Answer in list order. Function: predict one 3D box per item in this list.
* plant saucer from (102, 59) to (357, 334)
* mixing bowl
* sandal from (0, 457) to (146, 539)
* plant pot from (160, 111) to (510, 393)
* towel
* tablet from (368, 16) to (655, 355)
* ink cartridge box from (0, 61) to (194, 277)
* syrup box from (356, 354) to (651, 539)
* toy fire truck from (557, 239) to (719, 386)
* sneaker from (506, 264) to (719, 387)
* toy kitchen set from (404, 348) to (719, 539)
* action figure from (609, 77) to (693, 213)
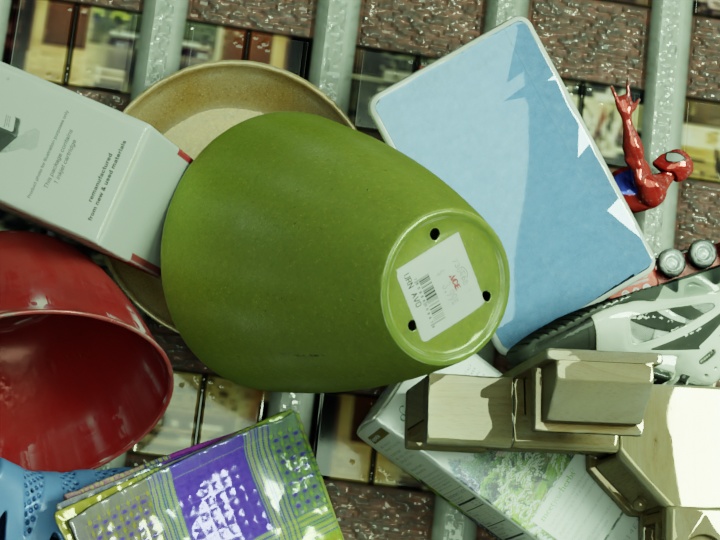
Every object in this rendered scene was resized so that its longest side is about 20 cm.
[{"bbox_3d":[-0.088,-0.045,1.319,0.198,0.035,0.202,1,80,-8],"label":"plant saucer"},{"bbox_3d":[-0.229,0.046,1.221,0.198,0.201,0.109,-12,54,-10],"label":"mixing bowl"},{"bbox_3d":[-0.227,0.158,1.219,0.199,0.080,0.088,-12,121,-22],"label":"sandal"},{"bbox_3d":[0.000,0.000,1.186,0.186,0.200,0.189,-5,100,-31],"label":"plant pot"},{"bbox_3d":[-0.095,0.186,1.242,0.199,0.023,0.145,-19,88,-34],"label":"towel"},{"bbox_3d":[0.104,-0.058,1.294,0.130,0.014,0.201,-29,94,-8],"label":"tablet"},{"bbox_3d":[-0.218,-0.079,1.226,0.199,0.144,0.084,24,86,13],"label":"ink cartridge box"},{"bbox_3d":[0.101,0.133,1.288,0.199,0.081,0.079,36,75,1],"label":"syrup box"},{"bbox_3d":[0.238,0.054,1.338,0.198,0.049,0.142,-16,83,-10],"label":"toy fire truck"},{"bbox_3d":[0.197,0.054,1.268,0.199,0.074,0.089,-15,87,-15],"label":"sneaker"},{"bbox_3d":[0.138,0.150,1.164,0.198,0.163,0.182,4,77,-9],"label":"toy kitchen set"},{"bbox_3d":[0.139,-0.066,1.338,0.199,0.065,0.100,-19,91,-11],"label":"action figure"}]
